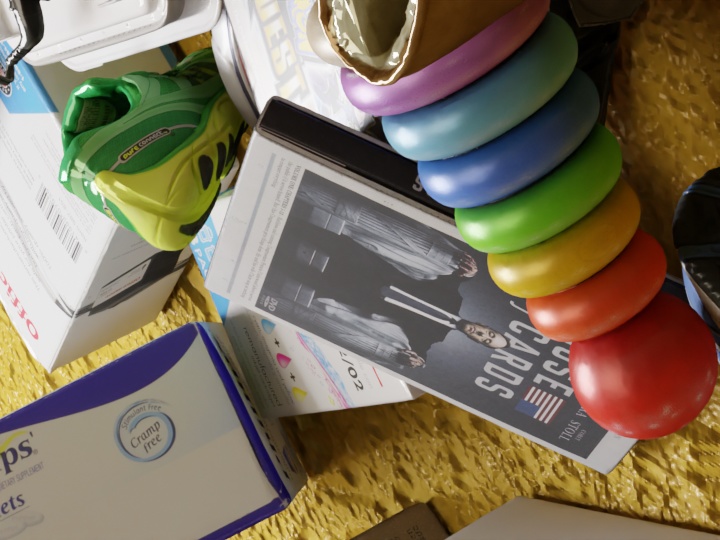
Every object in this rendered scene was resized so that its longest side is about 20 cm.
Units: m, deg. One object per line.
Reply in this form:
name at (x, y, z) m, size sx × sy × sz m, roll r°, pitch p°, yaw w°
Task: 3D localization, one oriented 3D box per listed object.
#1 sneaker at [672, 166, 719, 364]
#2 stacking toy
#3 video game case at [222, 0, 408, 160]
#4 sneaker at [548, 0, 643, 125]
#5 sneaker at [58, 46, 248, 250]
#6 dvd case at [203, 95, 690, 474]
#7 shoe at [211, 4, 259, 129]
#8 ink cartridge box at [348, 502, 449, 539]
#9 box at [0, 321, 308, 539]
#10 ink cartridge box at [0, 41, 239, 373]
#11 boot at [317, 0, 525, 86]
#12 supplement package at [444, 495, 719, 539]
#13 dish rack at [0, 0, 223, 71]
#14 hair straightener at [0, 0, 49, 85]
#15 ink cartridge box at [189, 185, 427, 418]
sneaker at (0.189, 0.048, 0.854) m, size 0.200 × 0.075 × 0.077 m, roll 55°, pitch 171°, yaw 20°
stacking toy at (0.064, -0.026, 0.833) m, size 0.085 × 0.085 × 0.201 m, roll 2°, pitch 128°, yaw 58°
video game case at (-0.009, -0.140, 0.934) m, size 0.180 × 0.025 × 0.201 m, roll -14°, pitch 94°, yaw 58°
sneaker at (0.079, -0.114, 0.896) m, size 0.090 × 0.066 × 0.201 m, roll 31°, pitch 134°, yaw 49°
sneaker at (-0.096, -0.074, 1.128) m, size 0.083 × 0.200 × 0.074 m, roll 22°, pitch 108°, yaw -2°
dvd case at (0.038, 0.010, 0.978) m, size 0.199 × 0.025 × 0.150 m, roll 25°, pitch 153°, yaw 0°
shoe at (-0.017, -0.133, 1.034) m, size 0.091 × 0.071 × 0.201 m, roll 32°, pitch 134°, yaw 49°
ink cartridge box at (0.014, 0.242, 1.179) m, size 0.201 × 0.164 × 0.075 m, roll 57°, pitch 150°, yaw 15°
box at (-0.133, 0.111, 1.230) m, size 0.105 × 0.183 × 0.200 m, roll 63°, pitch -179°, yaw 3°
ink cartridge box at (-0.158, -0.056, 1.312) m, size 0.146 × 0.083 × 0.200 m, roll 58°, pitch 151°, yaw 13°
boot at (0.081, -0.161, 0.717) m, size 0.066 × 0.199 × 0.176 m, roll 39°, pitch 143°, yaw 35°
supplement package at (0.101, 0.186, 1.036) m, size 0.200 × 0.119 × 0.122 m, roll 4°, pitch 117°, yaw 58°
dish rack at (-0.145, -0.175, 1.082) m, size 0.200 × 0.043 × 0.173 m, roll -6°, pitch 106°, yaw 59°
hair straightener at (-0.194, -0.172, 1.045) m, size 0.041 × 0.077 × 0.201 m, roll -143°, pitch 34°, yaw -63°
ink cartridge box at (0.000, 0.000, 1.112) m, size 0.200 × 0.068 × 0.116 m, roll -14°, pitch 101°, yaw 61°
